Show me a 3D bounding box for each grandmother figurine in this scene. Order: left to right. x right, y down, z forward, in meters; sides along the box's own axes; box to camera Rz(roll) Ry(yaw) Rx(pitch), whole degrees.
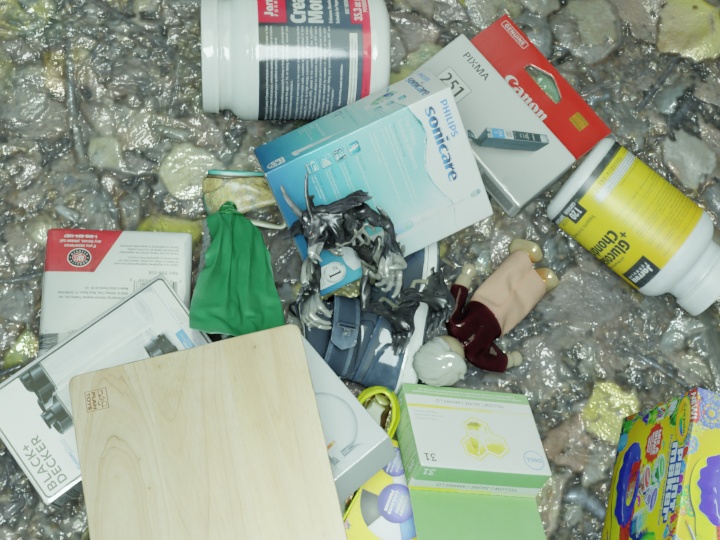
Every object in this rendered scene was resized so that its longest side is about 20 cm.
[{"bbox_3d":[0.129,0.054,1.040,0.200,0.060,0.122,-38,92,-31],"label":"grandmother figurine"}]

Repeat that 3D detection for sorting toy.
[{"bbox_3d":[-0.123,0.170,0.825,0.197,0.070,0.202,-13,70,-4],"label":"sorting toy"}]

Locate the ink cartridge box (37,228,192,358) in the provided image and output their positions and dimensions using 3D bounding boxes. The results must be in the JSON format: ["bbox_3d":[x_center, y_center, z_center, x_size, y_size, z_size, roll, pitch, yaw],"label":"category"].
[{"bbox_3d":[-0.243,0.068,0.994,0.143,0.084,0.202,2,73,-8],"label":"ink cartridge box"}]

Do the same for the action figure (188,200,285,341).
[{"bbox_3d":[-0.120,0.004,0.954,0.117,0.055,0.201,24,35,-31],"label":"action figure"}]

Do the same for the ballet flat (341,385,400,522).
[{"bbox_3d":[-0.023,0.194,0.946,0.066,0.067,0.201,32,73,2],"label":"ballet flat"}]

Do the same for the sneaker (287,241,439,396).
[{"bbox_3d":[0.002,0.021,1.046,0.145,0.077,0.205,13,73,-6],"label":"sneaker"}]

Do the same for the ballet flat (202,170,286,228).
[{"bbox_3d":[-0.070,-0.079,1.071,0.198,0.071,0.072,-4,74,-10],"label":"ballet flat"}]

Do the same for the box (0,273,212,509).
[{"bbox_3d":[-0.230,0.110,0.908,0.199,0.060,0.117,-35,83,-16],"label":"box"}]

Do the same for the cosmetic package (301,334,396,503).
[{"bbox_3d":[-0.090,0.170,0.906,0.199,0.052,0.151,-38,56,-12],"label":"cosmetic package"}]

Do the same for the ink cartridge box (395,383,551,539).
[{"bbox_3d":[0.115,0.205,0.964,0.144,0.048,0.201,8,40,-18],"label":"ink cartridge box"}]

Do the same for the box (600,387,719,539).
[{"bbox_3d":[0.327,0.241,0.963,0.121,0.193,0.202,17,71,-2],"label":"box"}]

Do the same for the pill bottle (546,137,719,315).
[{"bbox_3d":[0.312,-0.044,1.090,0.199,0.112,0.112,39,72,5],"label":"pill bottle"}]

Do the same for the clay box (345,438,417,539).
[{"bbox_3d":[0.042,0.239,1.001,0.198,0.048,0.116,22,72,1],"label":"clay box"}]

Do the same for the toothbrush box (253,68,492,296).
[{"bbox_3d":[0.014,-0.089,0.997,0.198,0.085,0.147,-26,117,-2],"label":"toothbrush box"}]

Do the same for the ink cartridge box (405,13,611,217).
[{"bbox_3d":[0.175,-0.192,1.152,0.176,0.045,0.200,-39,82,-15],"label":"ink cartridge box"}]

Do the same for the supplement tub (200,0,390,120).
[{"bbox_3d":[-0.073,-0.234,1.079,0.198,0.140,0.142,-1,73,-8],"label":"supplement tub"}]

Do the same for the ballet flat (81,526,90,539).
[{"bbox_3d":[-0.179,0.213,0.975,0.198,0.071,0.071,-19,77,-12],"label":"ballet flat"}]

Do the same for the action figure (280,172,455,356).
[{"bbox_3d":[0.000,0.000,0.924,0.200,0.118,0.103,39,42,-30],"label":"action figure"}]
